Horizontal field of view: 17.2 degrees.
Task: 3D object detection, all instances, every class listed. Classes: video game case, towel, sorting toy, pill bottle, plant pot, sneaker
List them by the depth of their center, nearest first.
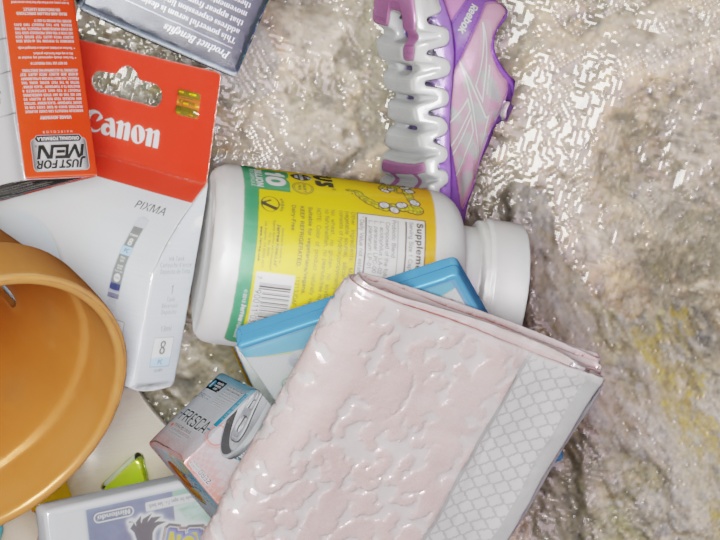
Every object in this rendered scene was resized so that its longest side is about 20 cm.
[{"bbox_3d":[0.027,0.110,1.422,0.190,0.032,0.201,19,112,-27],"label":"towel"},{"bbox_3d":[-0.259,0.045,1.429,0.199,0.140,0.201,-22,137,-22],"label":"plant pot"},{"bbox_3d":[0.028,0.078,1.468,0.143,0.018,0.200,-18,137,14],"label":"video game case"},{"bbox_3d":[0.000,0.000,1.479,0.199,0.113,0.113,7,98,-10],"label":"pill bottle"},{"bbox_3d":[-0.101,0.218,1.515,0.199,0.023,0.183,-10,102,-25],"label":"video game case"},{"bbox_3d":[-0.202,0.132,1.548,0.199,0.107,0.181,-17,86,-24],"label":"sorting toy"},{"bbox_3d":[0.062,-0.098,1.564,0.088,0.080,0.201,-8,104,-26],"label":"sneaker"}]

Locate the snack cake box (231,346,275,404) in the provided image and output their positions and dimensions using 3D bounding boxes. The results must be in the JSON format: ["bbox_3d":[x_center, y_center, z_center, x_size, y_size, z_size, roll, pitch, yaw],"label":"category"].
[{"bbox_3d":[-0.009,0.084,1.582,0.115,0.067,0.201,-24,102,-6],"label":"snack cake box"}]

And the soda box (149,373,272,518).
[{"bbox_3d":[-0.041,0.161,1.489,0.068,0.064,0.200,-44,114,-14],"label":"soda box"}]

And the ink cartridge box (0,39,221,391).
[{"bbox_3d":[-0.173,-0.040,1.499,0.047,0.160,0.201,-2,105,-53],"label":"ink cartridge box"}]

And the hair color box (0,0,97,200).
[{"bbox_3d":[-0.228,-0.148,1.471,0.061,0.101,0.201,-4,86,-45],"label":"hair color box"}]

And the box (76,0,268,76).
[{"bbox_3d":[-0.092,-0.235,1.479,0.107,0.148,0.201,23,95,-11],"label":"box"}]
